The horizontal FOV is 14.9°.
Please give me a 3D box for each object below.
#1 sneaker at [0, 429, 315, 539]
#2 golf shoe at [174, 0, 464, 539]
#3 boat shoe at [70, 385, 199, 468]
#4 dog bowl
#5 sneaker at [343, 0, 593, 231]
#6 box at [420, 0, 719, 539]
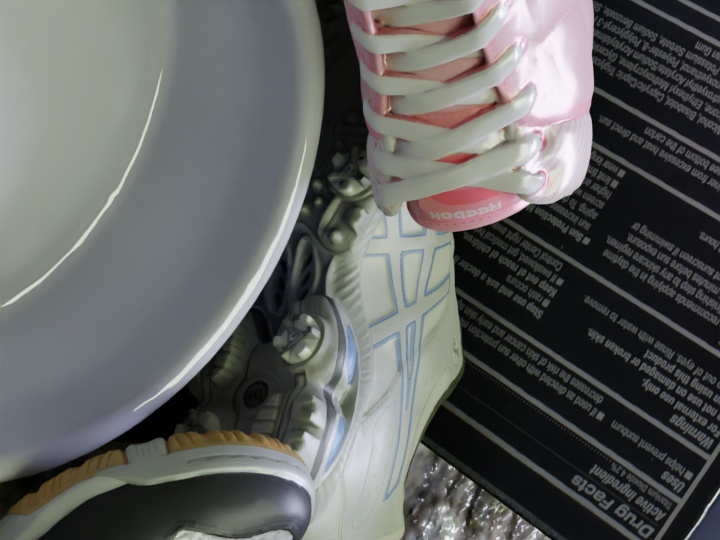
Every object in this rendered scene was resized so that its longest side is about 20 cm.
[{"bbox_3d":[-0.096,0.122,0.821,0.199,0.088,0.076,-27,143,-4],"label":"sneaker"},{"bbox_3d":[0.000,0.000,0.932,0.097,0.078,0.201,38,62,-45],"label":"golf shoe"},{"bbox_3d":[-0.074,0.081,0.926,0.072,0.072,0.201,44,61,-32],"label":"boat shoe"},{"bbox_3d":[-0.111,-0.042,0.817,0.199,0.079,0.201,-24,129,-33],"label":"dog bowl"},{"bbox_3d":[0.029,-0.071,0.817,0.200,0.075,0.105,38,54,-70],"label":"sneaker"},{"bbox_3d":[0.115,0.005,0.986,0.199,0.200,0.123,-56,139,0],"label":"box"}]
